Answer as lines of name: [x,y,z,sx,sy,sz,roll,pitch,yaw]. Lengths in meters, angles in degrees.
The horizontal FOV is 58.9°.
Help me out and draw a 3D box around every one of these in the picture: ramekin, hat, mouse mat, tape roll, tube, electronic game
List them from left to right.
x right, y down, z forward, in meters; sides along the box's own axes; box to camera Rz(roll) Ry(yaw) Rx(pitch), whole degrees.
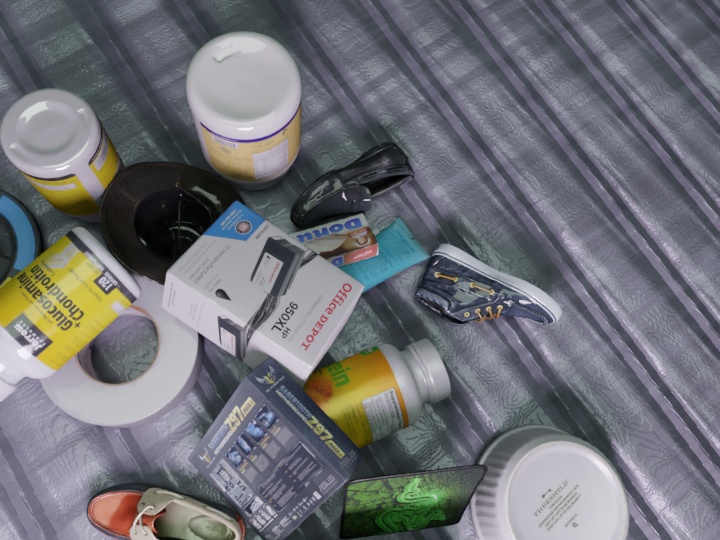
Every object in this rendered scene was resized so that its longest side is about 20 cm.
electronic game: [-0.530,-0.021,0.851,0.198,0.042,0.202,2,74,-6]
tape roll: [-0.307,0.100,0.828,0.199,0.066,0.202,2,74,-6]
hat: [-0.254,-0.053,0.865,0.199,0.081,0.202,13,64,-28]
tube: [0.000,0.000,0.903,0.199,0.050,0.078,-32,74,-18]
mouse mat: [0.056,0.277,0.752,0.160,0.201,0.008,-5,52,-8]
ramekin: [0.246,0.300,0.815,0.201,0.094,0.204,2,74,-6]

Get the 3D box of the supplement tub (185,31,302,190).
supplement tub: [-0.151,-0.205,0.864,0.144,0.200,0.147,2,74,-6]

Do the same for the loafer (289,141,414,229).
loafer: [-0.010,-0.115,0.922,0.200,0.068,0.071,-33,70,-18]

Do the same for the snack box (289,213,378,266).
snack box: [-0.079,-0.024,0.892,0.199,0.024,0.072,-17,45,-8]

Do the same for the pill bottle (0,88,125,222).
pill bottle: [-0.367,-0.134,0.819,0.110,0.200,0.112,2,73,-6]

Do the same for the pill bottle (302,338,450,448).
pill bottle: [0.010,0.161,0.821,0.199,0.111,0.112,-20,77,-12]

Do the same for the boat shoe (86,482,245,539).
boat shoe: [-0.239,0.305,0.777,0.198,0.063,0.072,12,74,-1]

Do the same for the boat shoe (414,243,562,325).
boat shoe: [0.177,0.047,0.899,0.199,0.071,0.091,27,74,9]

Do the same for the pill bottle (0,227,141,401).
pill bottle: [-0.366,0.052,0.743,0.112,0.112,0.200,43,74,7]

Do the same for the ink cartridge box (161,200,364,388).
ink cartridge box: [-0.116,0.031,0.780,0.199,0.084,0.145,33,52,2]

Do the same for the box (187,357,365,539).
box: [-0.106,0.220,0.751,0.158,0.200,0.051,43,37,8]
